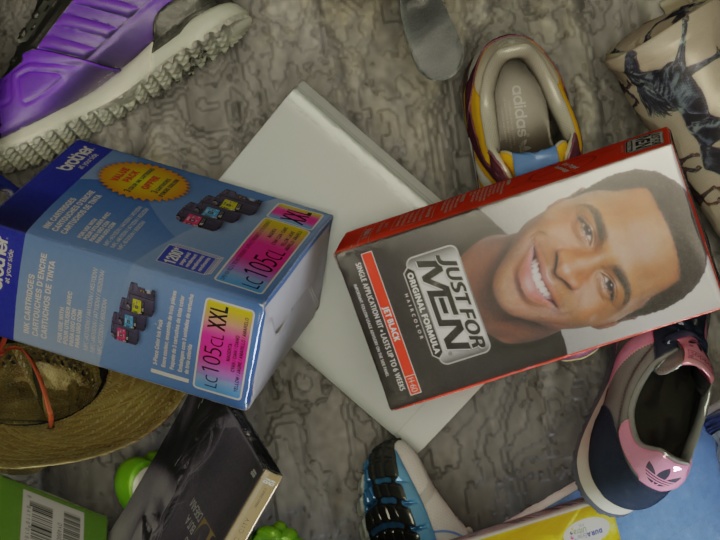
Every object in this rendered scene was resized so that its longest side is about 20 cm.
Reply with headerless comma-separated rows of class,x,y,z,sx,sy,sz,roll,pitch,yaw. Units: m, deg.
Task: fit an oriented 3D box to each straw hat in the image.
straw hat,-0.199,0.074,1.369,0.201,0.201,0.085,7,132,-1

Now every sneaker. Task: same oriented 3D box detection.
sneaker,0.185,0.046,1.346,0.070,0.082,0.200,23,64,-20
sneaker,0.067,0.190,1.395,0.087,0.075,0.200,-23,88,-26
sneaker,-0.173,-0.136,1.381,0.200,0.070,0.100,-31,84,-3
sneaker,0.103,-0.041,1.369,0.075,0.090,0.200,-17,91,0

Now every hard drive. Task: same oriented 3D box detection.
hard drive,0.000,0.000,1.379,0.200,0.026,0.132,41,115,-2

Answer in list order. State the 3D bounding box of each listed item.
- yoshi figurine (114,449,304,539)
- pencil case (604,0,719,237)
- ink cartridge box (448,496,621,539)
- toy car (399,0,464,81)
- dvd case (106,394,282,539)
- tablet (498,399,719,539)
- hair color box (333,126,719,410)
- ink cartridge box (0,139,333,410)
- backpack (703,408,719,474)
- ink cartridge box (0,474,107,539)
yoshi figurine,-0.083,0.194,1.360,0.112,0.112,0.200,-25,82,9
pencil case,0.227,-0.072,1.377,0.078,0.089,0.200,-33,91,29
ink cartridge box,0.081,0.248,1.301,0.197,0.047,0.200,-13,84,-32
toy car,0.017,-0.216,1.342,0.164,0.158,0.200,-45,101,-10
dvd case,-0.115,0.166,1.277,0.016,0.149,0.200,25,100,-24
tablet,0.188,0.168,1.390,0.200,0.014,0.130,-28,91,-16
hair color box,0.096,-0.001,1.309,0.200,0.061,0.102,-19,99,10
ink cartridge box,-0.132,-0.005,1.323,0.200,0.136,0.076,15,117,11
backpack,0.295,0.088,1.328,0.190,0.200,0.154,-20,76,-4
ink cartridge box,-0.229,0.238,1.327,0.076,0.148,0.200,25,125,-24
